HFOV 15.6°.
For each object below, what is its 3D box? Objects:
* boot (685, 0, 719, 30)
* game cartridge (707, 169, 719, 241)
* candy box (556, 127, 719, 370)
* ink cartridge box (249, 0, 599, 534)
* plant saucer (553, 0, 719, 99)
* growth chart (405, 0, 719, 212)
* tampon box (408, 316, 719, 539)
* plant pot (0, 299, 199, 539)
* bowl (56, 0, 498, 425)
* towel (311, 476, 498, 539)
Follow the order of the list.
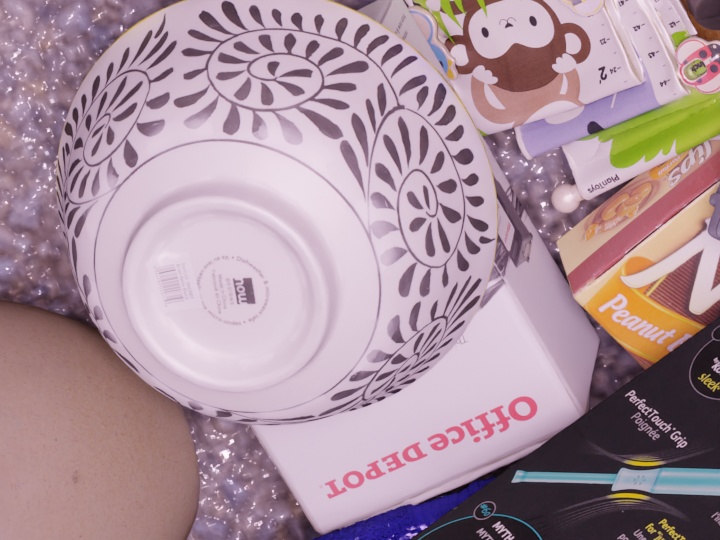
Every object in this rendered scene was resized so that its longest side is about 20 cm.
[{"bbox_3d":[0.185,-0.213,1.099,0.200,0.073,0.151,-39,62,11],"label":"boot"},{"bbox_3d":[0.236,-0.083,1.144,0.133,0.041,0.201,24,82,-25],"label":"game cartridge"},{"bbox_3d":[0.197,0.027,1.211,0.115,0.055,0.200,-39,115,14],"label":"candy box"},{"bbox_3d":[0.000,0.000,1.199,0.145,0.083,0.201,-25,108,21],"label":"ink cartridge box"},{"bbox_3d":[0.166,-0.132,1.184,0.199,0.035,0.202,0,110,1],"label":"plant saucer"},{"bbox_3d":[0.075,-0.119,1.168,0.144,0.018,0.200,-33,100,36],"label":"growth chart"},{"bbox_3d":[0.147,0.138,1.102,0.199,0.150,0.127,-35,126,-7],"label":"tampon box"},{"bbox_3d":[-0.153,0.097,1.209,0.134,0.200,0.202,-17,113,-30],"label":"plant pot"},{"bbox_3d":[-0.046,-0.009,1.105,0.199,0.094,0.202,4,114,10],"label":"bowl"},{"bbox_3d":[0.046,0.148,1.237,0.199,0.148,0.050,-20,64,9],"label":"towel"}]
